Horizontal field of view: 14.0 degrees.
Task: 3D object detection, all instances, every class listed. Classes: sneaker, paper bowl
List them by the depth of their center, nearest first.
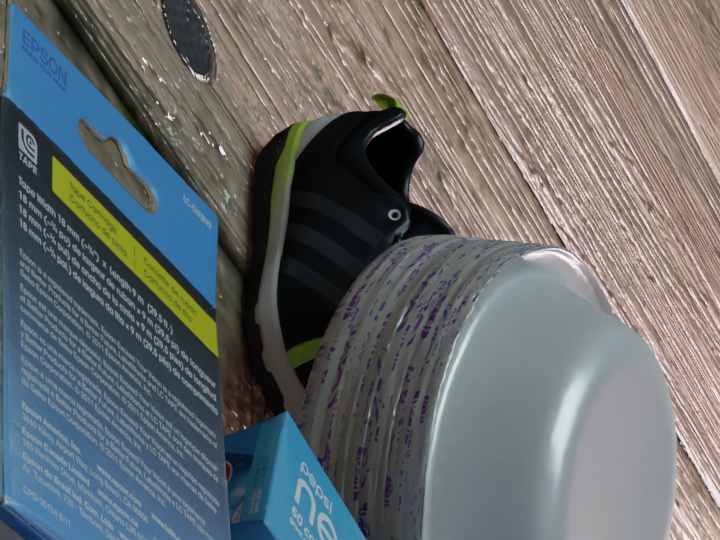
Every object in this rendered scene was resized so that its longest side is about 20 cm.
[{"bbox_3d":[0.062,0.088,1.216,0.200,0.104,0.202,-17,110,-61],"label":"paper bowl"},{"bbox_3d":[0.000,0.000,1.269,0.072,0.083,0.201,48,28,-46],"label":"sneaker"}]

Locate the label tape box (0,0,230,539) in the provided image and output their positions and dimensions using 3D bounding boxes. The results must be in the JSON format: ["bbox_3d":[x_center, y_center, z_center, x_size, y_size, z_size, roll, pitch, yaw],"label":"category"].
[{"bbox_3d":[-0.104,0.034,0.976,0.144,0.063,0.201,48,28,-46],"label":"label tape box"}]

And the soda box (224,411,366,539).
[{"bbox_3d":[-0.013,0.155,1.107,0.200,0.064,0.068,59,21,-27],"label":"soda box"}]
